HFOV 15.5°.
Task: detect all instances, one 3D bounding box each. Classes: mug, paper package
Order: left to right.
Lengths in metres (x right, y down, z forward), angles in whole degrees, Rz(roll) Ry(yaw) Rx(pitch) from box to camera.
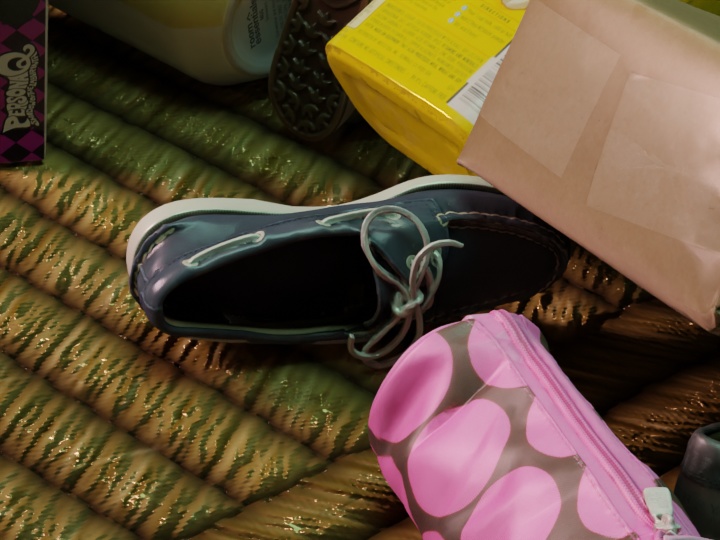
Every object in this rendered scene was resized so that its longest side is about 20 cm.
[{"bbox_3d":[-0.099,-0.176,1.381,0.153,0.150,0.186,38,15,32],"label":"mug"},{"bbox_3d":[0.172,-0.036,1.106,0.190,0.104,0.200,16,13,-35],"label":"paper package"}]

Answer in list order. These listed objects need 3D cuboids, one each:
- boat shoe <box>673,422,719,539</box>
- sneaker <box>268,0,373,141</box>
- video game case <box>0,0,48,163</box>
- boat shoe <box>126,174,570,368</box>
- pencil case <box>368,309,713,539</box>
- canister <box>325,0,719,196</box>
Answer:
[{"bbox_3d":[0.214,0.080,1.046,0.200,0.066,0.072,-7,30,-21],"label":"boat shoe"},{"bbox_3d":[0.022,-0.160,1.324,0.067,0.200,0.090,38,33,23],"label":"sneaker"},{"bbox_3d":[-0.192,-0.177,1.329,0.036,0.182,0.200,-5,29,-17],"label":"video game case"},{"bbox_3d":[0.000,0.000,1.144,0.199,0.075,0.062,2,28,-15],"label":"boat shoe"},{"bbox_3d":[0.071,0.089,0.977,0.091,0.094,0.200,-7,30,-21],"label":"pencil case"},{"bbox_3d":[0.098,-0.129,1.237,0.200,0.087,0.148,-43,44,-10],"label":"canister"}]
